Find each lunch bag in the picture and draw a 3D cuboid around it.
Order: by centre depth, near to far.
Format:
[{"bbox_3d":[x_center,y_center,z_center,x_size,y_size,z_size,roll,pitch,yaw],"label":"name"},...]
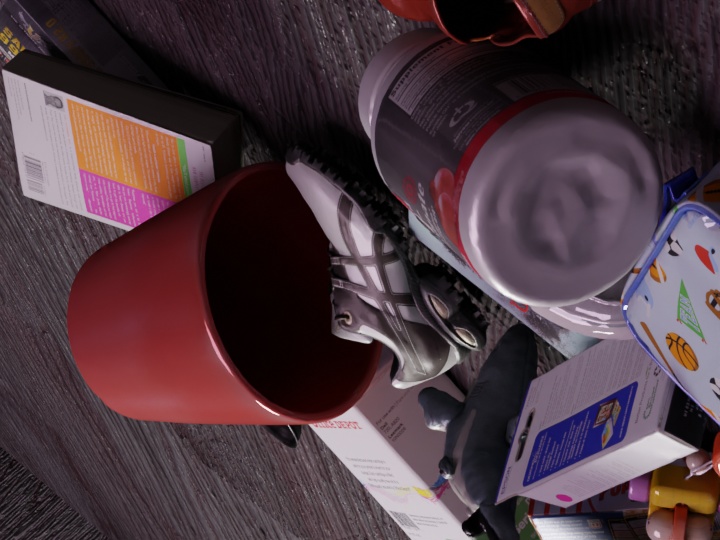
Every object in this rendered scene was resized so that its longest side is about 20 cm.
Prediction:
[{"bbox_3d":[0.216,0.018,1.017,0.160,0.076,0.200,47,161,12],"label":"lunch bag"}]

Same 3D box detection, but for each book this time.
[{"bbox_3d":[-0.189,-0.088,1.550,0.200,0.048,0.134,19,135,20],"label":"book"}]

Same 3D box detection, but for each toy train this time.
[{"bbox_3d":[0.248,0.163,1.195,0.150,0.056,0.200,-11,133,31],"label":"toy train"}]

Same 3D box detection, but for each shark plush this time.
[{"bbox_3d":[0.088,0.117,1.317,0.091,0.200,0.083,37,119,-8],"label":"shark plush"}]

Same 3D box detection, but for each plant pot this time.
[{"bbox_3d":[-0.111,0.030,1.460,0.177,0.201,0.201,-13,124,39],"label":"plant pot"}]

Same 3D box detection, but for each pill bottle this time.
[{"bbox_3d":[0.071,-0.067,1.051,0.111,0.111,0.200,56,176,-30],"label":"pill bottle"}]

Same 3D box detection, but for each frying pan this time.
[{"bbox_3d":[-0.125,0.119,2.029,0.190,0.031,0.115,35,159,37],"label":"frying pan"}]

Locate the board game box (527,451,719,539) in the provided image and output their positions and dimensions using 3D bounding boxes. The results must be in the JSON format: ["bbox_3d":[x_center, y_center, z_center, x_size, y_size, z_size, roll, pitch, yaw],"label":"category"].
[{"bbox_3d":[0.218,0.205,1.334,0.151,0.046,0.200,-6,135,23],"label":"board game box"}]

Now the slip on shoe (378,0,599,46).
[{"bbox_3d":[0.054,-0.152,1.021,0.074,0.061,0.200,52,162,-25],"label":"slip on shoe"}]

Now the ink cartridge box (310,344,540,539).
[{"bbox_3d":[0.054,0.156,1.637,0.200,0.084,0.145,49,161,-12],"label":"ink cartridge box"}]

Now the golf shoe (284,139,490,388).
[{"bbox_3d":[0.000,0.000,1.385,0.200,0.094,0.078,49,-171,-6],"label":"golf shoe"}]

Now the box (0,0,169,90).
[{"bbox_3d":[-0.223,-0.154,1.630,0.200,0.048,0.158,48,162,-9],"label":"box"}]

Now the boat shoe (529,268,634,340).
[{"bbox_3d":[0.103,-0.038,1.161,0.200,0.072,0.069,47,166,26],"label":"boat shoe"}]

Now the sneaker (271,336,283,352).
[{"bbox_3d":[-0.040,0.042,1.623,0.200,0.090,0.075,-115,17,-62],"label":"sneaker"}]

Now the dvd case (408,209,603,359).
[{"bbox_3d":[0.110,-0.007,1.272,0.200,0.022,0.146,38,160,18],"label":"dvd case"}]

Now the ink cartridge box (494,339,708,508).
[{"bbox_3d":[0.152,0.087,1.196,0.037,0.095,0.200,28,152,-16],"label":"ink cartridge box"}]
